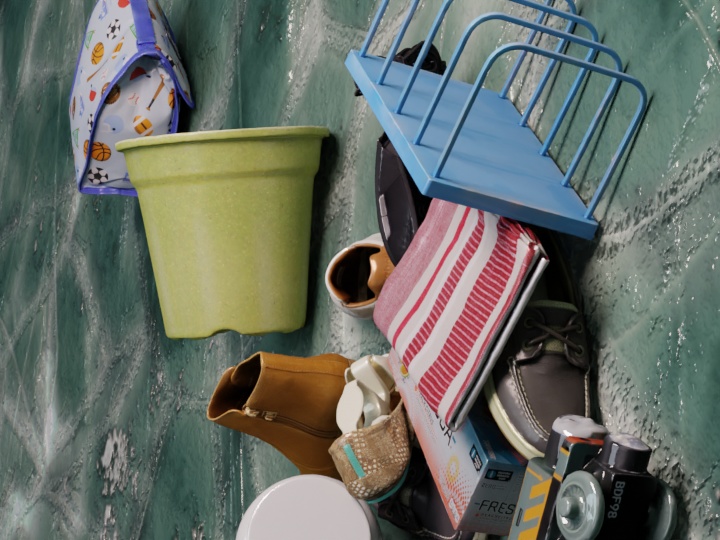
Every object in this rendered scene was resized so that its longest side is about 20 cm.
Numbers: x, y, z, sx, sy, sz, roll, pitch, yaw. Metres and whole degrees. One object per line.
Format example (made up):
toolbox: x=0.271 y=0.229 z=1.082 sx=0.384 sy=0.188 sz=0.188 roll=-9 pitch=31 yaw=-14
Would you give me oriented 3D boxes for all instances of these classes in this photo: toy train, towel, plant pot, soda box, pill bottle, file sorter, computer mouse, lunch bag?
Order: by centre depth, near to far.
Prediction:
toy train: x=0.133 y=0.193 z=1.376 sx=0.114 sy=0.085 sz=0.202 roll=31 pitch=111 yaw=59
file sorter: x=0.098 y=-0.137 z=1.517 sx=0.123 sy=0.138 sz=0.200 roll=-64 pitch=28 yaw=23
towel: x=0.066 y=0.013 z=1.530 sx=0.145 sy=0.023 sz=0.200 roll=-64 pitch=21 yaw=13
soda box: x=0.081 y=0.104 z=1.571 sx=0.201 sy=0.063 sz=0.069 roll=-113 pitch=38 yaw=-50
pill bottle: x=-0.040 y=0.223 z=1.680 sx=0.200 sy=0.115 sz=0.118 roll=94 pitch=178 yaw=-75
computer mouse: x=0.043 y=-0.080 z=1.683 sx=0.046 sy=0.140 sz=0.202 roll=-10 pitch=105 yaw=30
plant pot: x=-0.120 y=-0.032 z=1.973 sx=0.200 sy=0.199 sz=0.186 roll=176 pitch=90 yaw=-67
lunch bag: x=-0.258 y=-0.210 z=2.423 sx=0.171 sy=0.123 sz=0.201 roll=-109 pitch=27 yaw=-49

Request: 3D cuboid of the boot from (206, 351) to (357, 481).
boot: x=-0.064 y=0.132 z=1.808 sx=0.202 sy=0.143 sz=0.071 roll=122 pitch=148 yaw=-45

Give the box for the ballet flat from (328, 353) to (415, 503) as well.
ballet flat: x=0.015 y=0.102 z=1.643 sx=0.070 sy=0.066 sz=0.200 roll=-30 pitch=17 yaw=17

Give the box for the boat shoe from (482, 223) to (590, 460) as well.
boat shoe: x=0.123 y=0.043 z=1.480 sx=0.202 sy=0.071 sz=0.066 roll=-98 pitch=22 yaw=-43

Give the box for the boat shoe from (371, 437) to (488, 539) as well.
boat shoe: x=0.039 y=0.169 z=1.647 sx=0.200 sy=0.064 sz=0.073 roll=-148 pitch=68 yaw=-66

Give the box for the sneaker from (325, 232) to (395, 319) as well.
sneaker: x=0.000 y=0.000 z=1.777 sx=0.200 sy=0.084 sz=0.074 roll=169 pitch=106 yaw=-68
